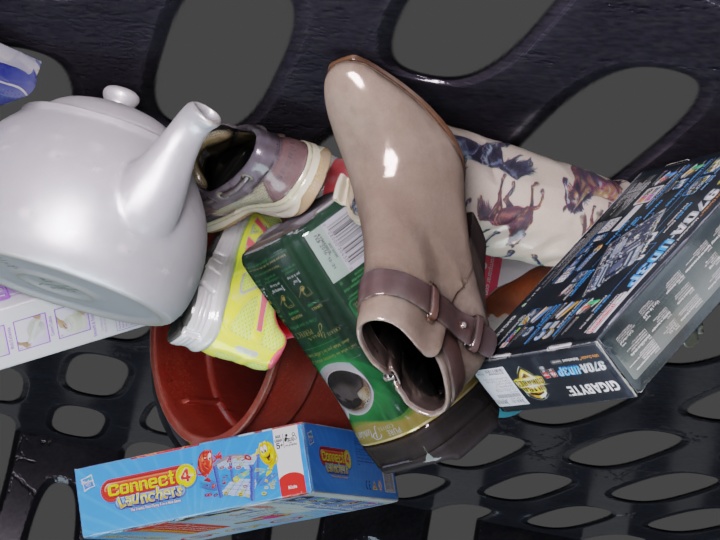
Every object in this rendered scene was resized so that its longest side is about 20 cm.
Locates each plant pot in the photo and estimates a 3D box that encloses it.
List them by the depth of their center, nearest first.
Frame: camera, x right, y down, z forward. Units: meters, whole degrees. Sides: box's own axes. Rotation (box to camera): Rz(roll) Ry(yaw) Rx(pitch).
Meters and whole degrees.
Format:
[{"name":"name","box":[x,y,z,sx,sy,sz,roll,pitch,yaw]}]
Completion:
[{"name":"plant pot","box":[-0.037,0.049,1.917,0.195,0.202,0.201,8,171,-35]}]

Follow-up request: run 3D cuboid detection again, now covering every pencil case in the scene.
[{"name":"pencil case","box":[0.086,-0.045,1.594,0.199,0.078,0.089,15,144,-24]}]

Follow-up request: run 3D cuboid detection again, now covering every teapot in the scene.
[{"name":"teapot","box":[-0.187,-0.056,1.612,0.199,0.147,0.197,14,169,10]}]

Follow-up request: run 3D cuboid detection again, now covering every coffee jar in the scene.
[{"name":"coffee jar","box":[0.010,0.046,1.637,0.200,0.085,0.104,58,150,-7]}]

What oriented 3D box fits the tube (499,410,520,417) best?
[{"name":"tube","box":[0.069,0.057,1.779,0.077,0.051,0.200,-6,157,28]}]

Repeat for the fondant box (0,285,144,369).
[{"name":"fondant box","box":[-0.251,-0.001,1.750,0.199,0.144,0.058,-18,131,-14]}]

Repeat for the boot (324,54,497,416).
[{"name":"boot","box":[0.024,-0.015,1.455,0.070,0.146,0.200,-19,124,31]}]

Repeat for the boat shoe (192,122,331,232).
[{"name":"boat shoe","box":[-0.093,-0.071,1.664,0.065,0.072,0.200,33,164,-26]}]

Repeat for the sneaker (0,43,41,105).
[{"name":"sneaker","box":[-0.302,-0.097,1.590,0.199,0.116,0.080,0,165,41]}]

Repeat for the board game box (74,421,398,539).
[{"name":"board game box","box":[-0.095,0.171,1.885,0.195,0.056,0.200,-13,169,18]}]

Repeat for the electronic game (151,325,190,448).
[{"name":"electronic game","box":[-0.098,0.076,2.023,0.200,0.201,0.042,21,169,-42]}]

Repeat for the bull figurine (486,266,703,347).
[{"name":"bull figurine","box":[0.163,0.025,1.677,0.121,0.200,0.065,36,146,46]}]

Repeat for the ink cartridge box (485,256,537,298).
[{"name":"ink cartridge box","box":[0.126,0.009,1.799,0.199,0.085,0.145,15,168,-20]}]

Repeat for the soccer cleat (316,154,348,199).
[{"name":"soccer cleat","box":[0.000,0.000,1.740,0.073,0.068,0.200,10,136,16]}]

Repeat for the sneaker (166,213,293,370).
[{"name":"sneaker","box":[-0.078,0.016,1.722,0.090,0.078,0.200,26,-151,-4]}]

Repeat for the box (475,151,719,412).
[{"name":"box","box":[0.176,0.003,1.493,0.046,0.200,0.159,51,154,-13]}]
